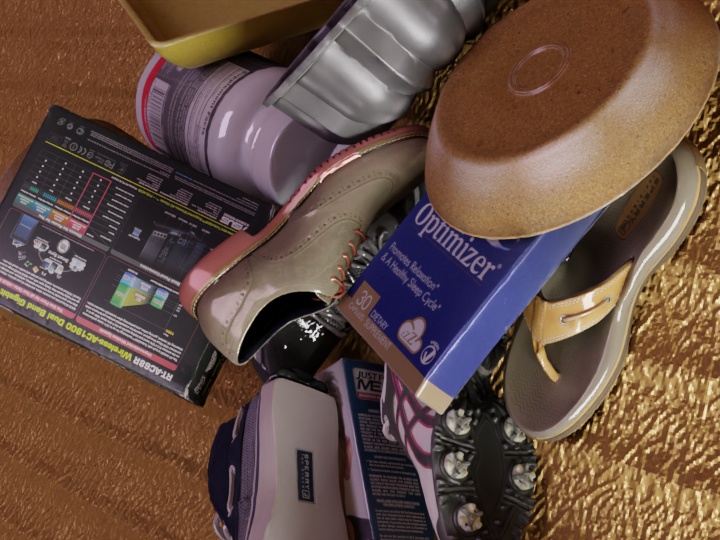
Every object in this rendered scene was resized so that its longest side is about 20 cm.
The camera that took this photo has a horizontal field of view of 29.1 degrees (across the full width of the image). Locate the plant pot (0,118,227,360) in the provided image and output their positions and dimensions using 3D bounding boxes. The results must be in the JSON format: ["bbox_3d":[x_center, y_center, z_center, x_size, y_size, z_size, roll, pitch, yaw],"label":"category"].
[{"bbox_3d":[-0.174,-0.004,1.131,0.199,0.186,0.188,24,100,32],"label":"plant pot"}]

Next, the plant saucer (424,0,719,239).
[{"bbox_3d":[0.113,-0.108,0.821,0.199,0.035,0.202,-27,38,23],"label":"plant saucer"}]

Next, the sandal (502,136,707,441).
[{"bbox_3d":[0.133,0.006,0.823,0.080,0.054,0.201,46,116,45],"label":"sandal"}]

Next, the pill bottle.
[{"bbox_3d":[-0.087,-0.111,1.081,0.199,0.110,0.112,31,105,50],"label":"pill bottle"}]

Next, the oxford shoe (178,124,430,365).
[{"bbox_3d":[-0.020,-0.014,0.904,0.199,0.070,0.075,-39,61,2],"label":"oxford shoe"}]

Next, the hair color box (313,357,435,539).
[{"bbox_3d":[-0.005,0.173,0.948,0.100,0.060,0.202,-35,54,40],"label":"hair color box"}]

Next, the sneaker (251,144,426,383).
[{"bbox_3d":[0.000,0.000,0.963,0.115,0.075,0.202,19,85,46],"label":"sneaker"}]

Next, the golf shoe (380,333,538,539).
[{"bbox_3d":[0.057,0.102,0.888,0.088,0.076,0.202,-45,40,44],"label":"golf shoe"}]

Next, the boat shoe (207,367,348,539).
[{"bbox_3d":[-0.059,0.171,0.909,0.093,0.074,0.202,-39,38,44],"label":"boat shoe"}]

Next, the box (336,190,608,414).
[{"bbox_3d":[0.077,-0.024,0.843,0.201,0.032,0.121,-51,34,3],"label":"box"}]

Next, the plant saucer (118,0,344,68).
[{"bbox_3d":[-0.102,-0.231,1.104,0.200,0.198,0.049,52,155,44],"label":"plant saucer"}]

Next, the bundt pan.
[{"bbox_3d":[0.026,-0.162,0.927,0.202,0.076,0.202,-46,10,11],"label":"bundt pan"}]

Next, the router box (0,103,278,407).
[{"bbox_3d":[-0.171,-0.011,1.018,0.198,0.062,0.151,25,81,13],"label":"router box"}]
